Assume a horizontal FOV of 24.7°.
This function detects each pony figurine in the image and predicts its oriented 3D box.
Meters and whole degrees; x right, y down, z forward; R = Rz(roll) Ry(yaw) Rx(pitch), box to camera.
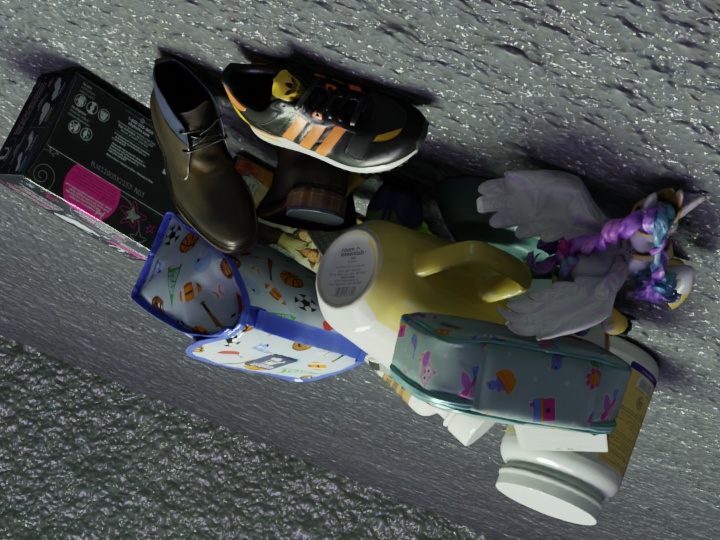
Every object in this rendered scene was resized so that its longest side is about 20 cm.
[{"bbox_3d":[0.212,-0.009,1.469,0.193,0.167,0.200,-12,155,5],"label":"pony figurine"}]

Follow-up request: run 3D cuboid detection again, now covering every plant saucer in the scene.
[{"bbox_3d":[0.162,-0.029,1.631,0.200,0.036,0.200,22,165,6],"label":"plant saucer"}]

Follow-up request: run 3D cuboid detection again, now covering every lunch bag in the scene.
[{"bbox_3d":[0.133,0.091,1.478,0.200,0.077,0.160,11,-176,-18],"label":"lunch bag"},{"bbox_3d":[-0.108,0.039,1.661,0.170,0.124,0.200,18,-174,-40],"label":"lunch bag"}]

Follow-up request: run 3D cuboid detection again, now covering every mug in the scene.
[{"bbox_3d":[0.050,0.011,1.581,0.153,0.187,0.149,27,-157,-41],"label":"mug"}]

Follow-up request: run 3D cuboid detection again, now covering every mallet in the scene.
[{"bbox_3d":[-0.002,-0.104,1.619,0.041,0.066,0.200,-9,161,-25],"label":"mallet"}]

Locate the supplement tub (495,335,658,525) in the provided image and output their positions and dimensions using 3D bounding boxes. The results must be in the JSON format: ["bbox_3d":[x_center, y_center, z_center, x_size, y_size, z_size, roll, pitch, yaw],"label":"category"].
[{"bbox_3d":[0.247,0.177,1.899,0.145,0.200,0.145,21,165,6],"label":"supplement tub"}]

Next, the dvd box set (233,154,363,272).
[{"bbox_3d":[-0.082,-0.017,1.808,0.200,0.146,0.029,29,175,-19],"label":"dvd box set"}]

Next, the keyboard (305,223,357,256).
[{"bbox_3d":[0.000,0.000,1.728,0.200,0.056,0.011,57,156,25],"label":"keyboard"}]

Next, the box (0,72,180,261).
[{"bbox_3d":[-0.279,-0.111,1.799,0.200,0.132,0.115,32,166,-31],"label":"box"}]

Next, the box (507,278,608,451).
[{"bbox_3d":[0.205,0.100,1.684,0.097,0.125,0.200,0,159,10],"label":"box"}]

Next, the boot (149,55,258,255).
[{"bbox_3d":[-0.158,-0.112,1.589,0.200,0.075,0.097,60,169,23],"label":"boot"}]

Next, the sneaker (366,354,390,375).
[{"bbox_3d":[0.077,0.107,1.706,0.200,0.074,0.079,7,114,52],"label":"sneaker"}]

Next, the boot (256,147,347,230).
[{"bbox_3d":[-0.052,-0.093,1.615,0.075,0.097,0.200,12,174,-19],"label":"boot"}]

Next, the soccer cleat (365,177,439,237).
[{"bbox_3d":[0.038,-0.027,1.721,0.065,0.084,0.200,18,164,15],"label":"soccer cleat"}]

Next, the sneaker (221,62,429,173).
[{"bbox_3d":[-0.038,-0.142,1.464,0.200,0.070,0.090,15,166,33],"label":"sneaker"}]

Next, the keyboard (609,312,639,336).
[{"bbox_3d":[0.214,0.040,1.758,0.200,0.021,0.127,19,170,-36],"label":"keyboard"}]

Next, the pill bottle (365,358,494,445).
[{"bbox_3d":[0.083,0.104,1.919,0.200,0.114,0.114,45,169,14],"label":"pill bottle"}]
